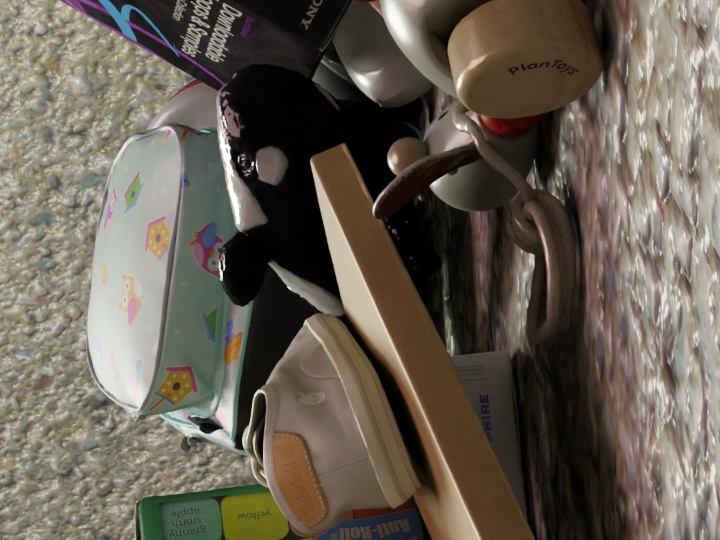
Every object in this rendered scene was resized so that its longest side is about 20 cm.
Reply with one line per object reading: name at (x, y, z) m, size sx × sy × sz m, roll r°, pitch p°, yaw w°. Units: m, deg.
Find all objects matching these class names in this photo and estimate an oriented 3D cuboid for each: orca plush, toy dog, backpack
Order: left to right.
backpack at (-0.059, 0.006, 1.173) m, size 0.200 × 0.152 × 0.177 m, roll 174°, pitch 101°, yaw -78°
orca plush at (0.000, 0.000, 0.992) m, size 0.071 × 0.105 × 0.201 m, roll 25°, pitch 137°, yaw 41°
toy dog at (0.024, -0.072, 0.810) m, size 0.201 × 0.096 × 0.132 m, roll 91°, pitch 173°, yaw -46°

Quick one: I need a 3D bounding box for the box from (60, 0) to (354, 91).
box at (-0.103, -0.137, 1.002) m, size 0.036 × 0.199 × 0.143 m, roll -63°, pitch 3°, yaw -12°

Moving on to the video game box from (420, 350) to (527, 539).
video game box at (0.045, 0.150, 1.048) m, size 0.200 × 0.046 × 0.183 m, roll 103°, pitch 161°, yaw -73°

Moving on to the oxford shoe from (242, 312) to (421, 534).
oxford shoe at (-0.018, 0.062, 0.913) m, size 0.200 × 0.057 × 0.076 m, roll -139°, pitch 26°, yaw -84°

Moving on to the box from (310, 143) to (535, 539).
box at (0.033, 0.075, 0.861) m, size 0.164 × 0.021 × 0.201 m, roll 77°, pitch 171°, yaw -55°

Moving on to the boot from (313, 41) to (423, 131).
boot at (-0.003, -0.116, 1.186) m, size 0.198 × 0.073 × 0.163 m, roll 47°, pitch 169°, yaw 36°

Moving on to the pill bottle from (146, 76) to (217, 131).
pill bottle at (-0.049, -0.084, 1.378) m, size 0.200 × 0.119 × 0.120 m, roll -60°, pitch -29°, yaw -63°

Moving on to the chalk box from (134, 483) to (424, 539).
chalk box at (-0.030, 0.169, 0.978) m, size 0.201 × 0.124 × 0.124 m, roll 93°, pitch 170°, yaw -45°

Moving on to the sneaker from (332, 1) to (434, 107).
sneaker at (-0.003, -0.167, 1.028) m, size 0.080 × 0.076 × 0.201 m, roll 25°, pitch -130°, yaw -51°
